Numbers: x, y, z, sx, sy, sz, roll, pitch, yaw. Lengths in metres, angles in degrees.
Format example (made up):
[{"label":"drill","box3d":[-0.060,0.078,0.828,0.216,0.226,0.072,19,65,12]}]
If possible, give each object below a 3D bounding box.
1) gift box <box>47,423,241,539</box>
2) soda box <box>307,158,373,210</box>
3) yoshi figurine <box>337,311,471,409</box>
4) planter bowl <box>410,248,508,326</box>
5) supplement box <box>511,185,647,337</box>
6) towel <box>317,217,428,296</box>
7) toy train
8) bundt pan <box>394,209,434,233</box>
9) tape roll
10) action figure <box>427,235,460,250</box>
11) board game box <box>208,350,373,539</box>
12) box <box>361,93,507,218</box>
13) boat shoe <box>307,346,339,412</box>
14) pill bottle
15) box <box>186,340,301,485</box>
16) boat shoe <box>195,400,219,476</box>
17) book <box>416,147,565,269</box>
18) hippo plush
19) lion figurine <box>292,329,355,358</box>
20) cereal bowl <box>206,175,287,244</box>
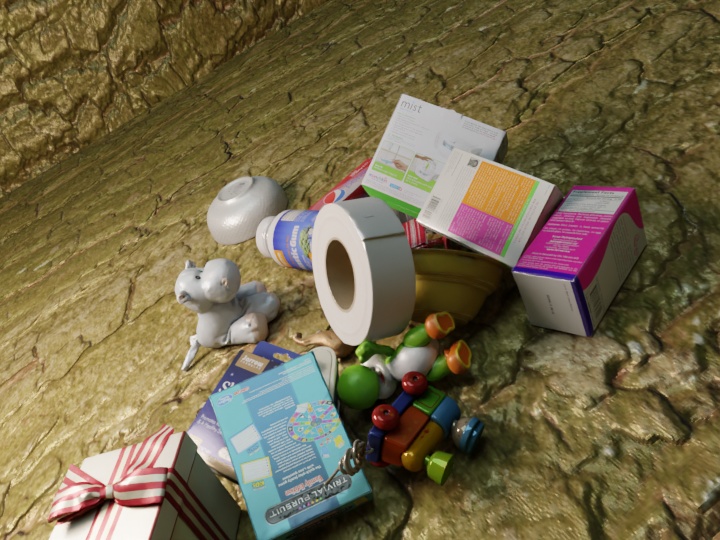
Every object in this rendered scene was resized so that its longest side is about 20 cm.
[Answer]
[{"label":"gift box","box3d":[-0.275,0.315,0.904,0.181,0.189,0.202,-19,34,11]},{"label":"soda box","box3d":[-0.018,-0.145,1.467,0.200,0.064,0.069,-44,36,-23]},{"label":"yoshi figurine","box3d":[0.046,0.139,0.984,0.198,0.111,0.114,-30,49,27]},{"label":"planter bowl","box3d":[0.116,0.034,1.059,0.197,0.199,0.085,-3,75,33]},{"label":"supplement box","box3d":[0.312,-0.020,1.012,0.102,0.102,0.200,10,47,45]},{"label":"towel","box3d":[0.019,-0.024,1.190,0.197,0.023,0.145,-23,20,10]},{"label":"toy train","box3d":[0.059,0.219,0.856,0.114,0.086,0.200,24,41,24]},{"label":"bundt pan","box3d":[0.143,-0.161,1.358,0.198,0.076,0.204,-20,34,14]},{"label":"tape roll","box3d":[0.000,0.000,1.021,0.070,0.207,0.202,-10,25,-25]},{"label":"action figure","box3d":[0.068,-0.006,1.204,0.197,0.065,0.053,-17,54,30]},{"label":"board game box","box3d":[-0.090,0.225,0.917,0.149,0.047,0.202,-22,62,-9]},{"label":"box","box3d":[0.129,-0.180,1.237,0.197,0.097,0.179,23,84,17]},{"label":"boat shoe","box3d":[-0.063,0.204,1.014,0.073,0.062,0.202,-9,44,12]},{"label":"pill bottle","box3d":[-0.106,-0.058,1.364,0.197,0.113,0.112,6,45,41]},{"label":"box","box3d":[-0.157,0.187,1.008,0.119,0.033,0.202,13,58,33]},{"label":"boat shoe","box3d":[-0.194,0.255,1.035,0.075,0.075,0.201,-47,37,-18]},{"label":"book","box3d":[0.192,-0.096,1.102,0.199,0.048,0.135,31,92,39]},{"label":"hippo plush","box3d":[-0.258,0.045,1.288,0.197,0.162,0.161,-18,33,13]},{"label":"lion figurine","box3d":[-0.015,0.085,1.155,0.121,0.073,0.202,22,70,39]},{"label":"cereal bowl","box3d":[-0.270,-0.153,1.646,0.197,0.084,0.202,-20,33,14]}]
